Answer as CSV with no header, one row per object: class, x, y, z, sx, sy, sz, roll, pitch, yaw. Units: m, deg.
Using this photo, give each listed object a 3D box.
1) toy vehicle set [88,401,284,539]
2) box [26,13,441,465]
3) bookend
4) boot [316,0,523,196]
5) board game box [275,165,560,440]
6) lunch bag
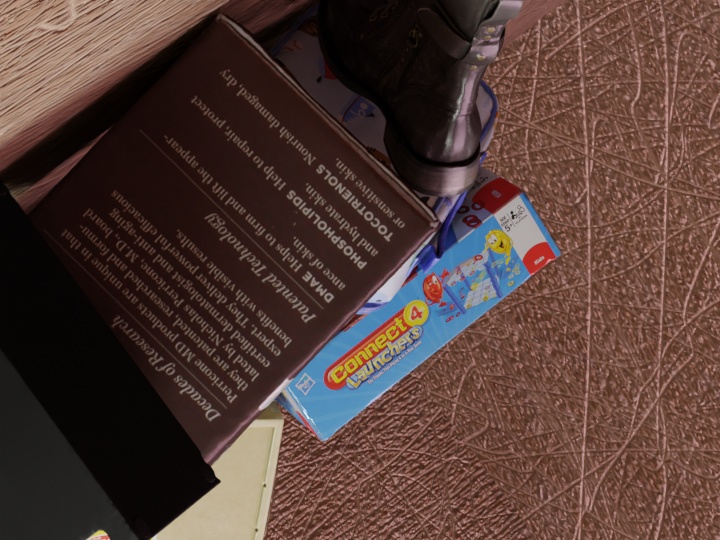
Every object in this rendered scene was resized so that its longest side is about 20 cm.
toy vehicle set,-0.153,0.140,1.610,0.200,0.124,0.027,1,-151,-22
box,-0.080,-0.012,1.426,0.200,0.164,0.166,-46,180,2
bookend,-0.214,0.092,1.326,0.199,0.200,0.092,-38,179,28
boot,0.040,-0.159,1.466,0.069,0.200,0.174,-10,137,-21
board game box,0.000,0.000,1.687,0.196,0.056,0.200,-38,-152,-10
lunch bag,-0.007,-0.067,1.588,0.200,0.160,0.076,-57,178,-41
